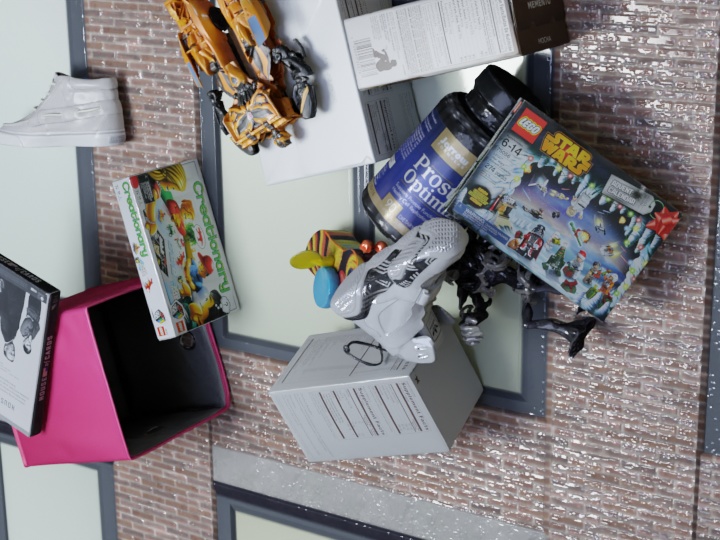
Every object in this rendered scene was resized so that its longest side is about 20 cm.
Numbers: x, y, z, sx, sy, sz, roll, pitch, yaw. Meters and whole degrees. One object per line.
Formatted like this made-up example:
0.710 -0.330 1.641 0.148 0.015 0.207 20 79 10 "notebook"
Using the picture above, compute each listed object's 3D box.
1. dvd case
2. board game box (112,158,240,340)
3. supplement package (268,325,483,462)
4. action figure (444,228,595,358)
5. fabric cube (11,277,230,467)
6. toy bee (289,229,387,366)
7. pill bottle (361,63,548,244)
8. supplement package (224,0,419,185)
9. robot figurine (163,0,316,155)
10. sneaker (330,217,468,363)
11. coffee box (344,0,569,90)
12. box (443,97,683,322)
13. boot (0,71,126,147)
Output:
-0.436 0.085 1.809 0.150 0.025 0.201 28 118 29 "dvd case"
-0.224 -0.028 1.807 0.035 0.126 0.201 -11 98 37 "board game box"
0.018 0.138 1.681 0.199 0.114 0.110 -9 121 37 "supplement package"
0.151 0.017 1.579 0.199 0.102 0.119 20 116 25 "action figure"
-0.319 0.124 1.874 0.199 0.200 0.197 -11 98 38 "fabric cube"
0.000 0.000 1.660 0.200 0.131 0.109 40 124 34 "toy bee"
0.102 -0.116 1.557 0.112 0.112 0.200 47 113 14 "pill bottle"
-0.040 -0.212 1.635 0.155 0.111 0.201 -9 98 36 "supplement package"
-0.129 -0.221 1.588 0.145 0.058 0.201 -28 86 37 "robot figurine"
0.066 0.025 1.526 0.115 0.075 0.200 43 137 -15 "sneaker"
0.100 -0.248 1.527 0.199 0.113 0.080 -8 99 35 "coffee box"
0.202 -0.060 1.482 0.200 0.040 0.137 34 99 -6 "box"
-0.390 -0.209 1.911 0.199 0.074 0.096 2 99 26 "boot"
